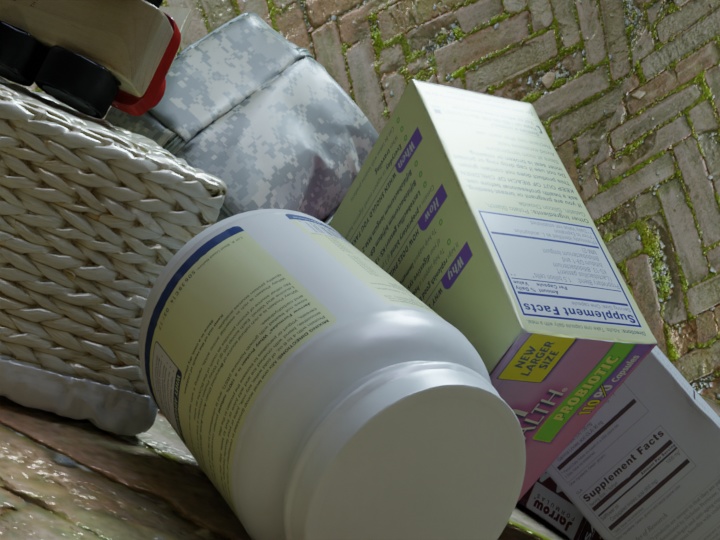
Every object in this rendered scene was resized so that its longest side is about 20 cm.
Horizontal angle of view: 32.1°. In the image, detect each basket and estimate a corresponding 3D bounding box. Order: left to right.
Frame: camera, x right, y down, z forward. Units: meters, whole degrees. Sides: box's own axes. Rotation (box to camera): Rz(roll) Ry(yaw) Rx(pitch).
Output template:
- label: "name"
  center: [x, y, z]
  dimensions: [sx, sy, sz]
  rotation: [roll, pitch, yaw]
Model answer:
- label: "basket"
  center: [-0.209, -0.025, 0.759]
  dimensions: [0.198, 0.162, 0.198]
  rotation: [22, 3, -29]

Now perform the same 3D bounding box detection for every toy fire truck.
- label: "toy fire truck"
  center: [-0.191, -0.165, 0.818]
  dimensions: [0.174, 0.130, 0.200]
  rotation: [23, -8, 6]

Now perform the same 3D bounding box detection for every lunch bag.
- label: "lunch bag"
  center: [-0.089, -0.075, 0.962]
  dimensions: [0.167, 0.140, 0.200]
  rotation: [36, 47, 13]

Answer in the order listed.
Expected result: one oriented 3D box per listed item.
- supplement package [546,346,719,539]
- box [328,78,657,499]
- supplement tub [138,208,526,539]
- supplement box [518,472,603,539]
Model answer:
- label: "supplement package"
  center: [0.200, 0.130, 0.872]
  dimensions: [0.200, 0.109, 0.114]
  rotation: [49, 10, 12]
- label: "box"
  center: [0.061, 0.020, 0.769]
  dimensions: [0.096, 0.177, 0.201]
  rotation: [7, 44, -29]
- label: "supplement tub"
  center: [-0.020, 0.067, 0.655]
  dimensions: [0.144, 0.146, 0.200]
  rotation: [19, 13, -37]
- label: "supplement box"
  center: [0.207, 0.184, 1.043]
  dimensions: [0.199, 0.061, 0.108]
  rotation: [17, 8, -45]
